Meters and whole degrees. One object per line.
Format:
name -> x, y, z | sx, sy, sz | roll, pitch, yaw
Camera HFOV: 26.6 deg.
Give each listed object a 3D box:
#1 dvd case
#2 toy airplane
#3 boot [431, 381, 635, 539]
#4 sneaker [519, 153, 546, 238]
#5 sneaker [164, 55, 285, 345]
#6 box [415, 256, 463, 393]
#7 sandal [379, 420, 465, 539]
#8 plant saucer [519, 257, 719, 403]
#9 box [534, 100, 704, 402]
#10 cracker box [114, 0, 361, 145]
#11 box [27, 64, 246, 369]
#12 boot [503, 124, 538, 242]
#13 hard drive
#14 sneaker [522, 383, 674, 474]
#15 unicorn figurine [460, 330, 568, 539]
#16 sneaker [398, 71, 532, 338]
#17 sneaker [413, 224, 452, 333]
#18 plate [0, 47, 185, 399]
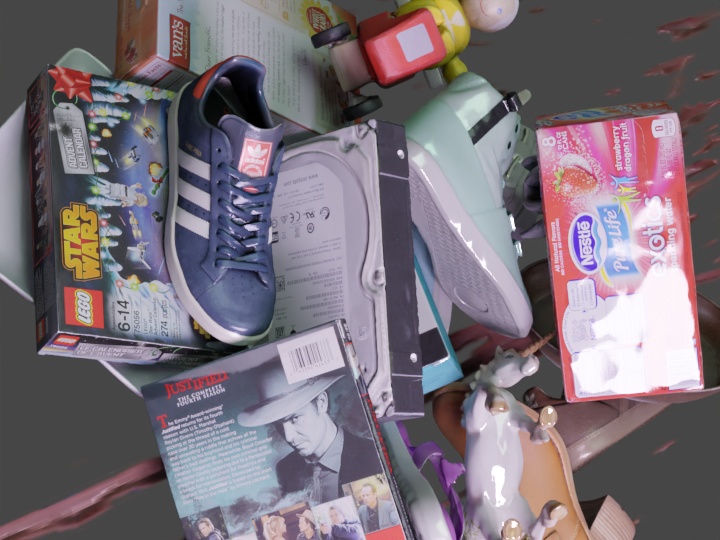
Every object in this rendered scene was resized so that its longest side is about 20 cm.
dvd case -> -0.046, 0.146, 0.967 | 0.022, 0.146, 0.200 | -1, 72, -75
toy airplane -> 0.061, -0.190, 1.187 | 0.200, 0.141, 0.199 | 41, 37, -48
boot -> 0.103, 0.189, 1.112 | 0.200, 0.074, 0.155 | 41, 55, -2
sneaker -> 0.181, -0.052, 1.224 | 0.115, 0.200, 0.075 | 4, 78, -4
sneaker -> -0.082, -0.053, 1.005 | 0.075, 0.085, 0.200 | 6, 62, -36
box -> 0.000, 0.000, 1.106 | 0.049, 0.082, 0.200 | 50, 17, -64
sandal -> 0.051, 0.152, 1.036 | 0.050, 0.203, 0.083 | -16, 108, -2
plant saucer -> 0.217, 0.051, 1.242 | 0.200, 0.032, 0.200 | 11, 30, -6
box -> 0.183, -0.016, 1.089 | 0.095, 0.100, 0.200 | -63, 146, -77
cracker box -> -0.090, -0.168, 1.159 | 0.200, 0.058, 0.134 | 23, 53, -38
box -> -0.152, -0.034, 1.028 | 0.137, 0.040, 0.200 | 8, 61, -32
boot -> 0.098, -0.061, 1.258 | 0.096, 0.074, 0.200 | 38, 42, -2
hard drive -> -0.024, 0.008, 1.044 | 0.038, 0.140, 0.200 | 6, 77, -46
sneaker -> 0.212, 0.093, 1.245 | 0.200, 0.070, 0.076 | -24, 73, -44
unicorn figurine -> 0.100, 0.122, 1.052 | 0.074, 0.137, 0.200 | 17, 80, -9
sneaker -> 0.099, -0.049, 1.113 | 0.118, 0.074, 0.200 | -49, 127, -25
sneaker -> 0.027, -0.020, 1.171 | 0.082, 0.074, 0.200 | 21, 54, -29
plate -> -0.175, -0.032, 1.058 | 0.200, 0.032, 0.200 | 40, 48, -10
